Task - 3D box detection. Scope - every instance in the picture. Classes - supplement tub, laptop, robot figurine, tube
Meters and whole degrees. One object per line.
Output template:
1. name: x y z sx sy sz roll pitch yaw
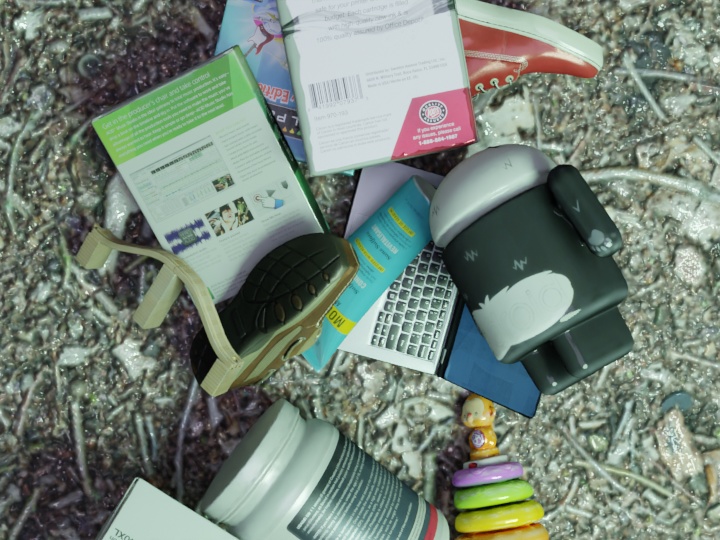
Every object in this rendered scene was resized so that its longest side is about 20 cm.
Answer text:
1. supplement tub: -0.031 0.227 0.881 0.199 0.140 0.141 39 91 -7
2. laptop: 0.078 0.009 0.884 0.197 0.116 0.190 15 93 -6
3. robot figurine: 0.139 -0.005 0.787 0.149 0.125 0.202 -32 77 16
4. tube: 0.000 0.000 0.891 0.200 0.050 0.078 -46 73 19

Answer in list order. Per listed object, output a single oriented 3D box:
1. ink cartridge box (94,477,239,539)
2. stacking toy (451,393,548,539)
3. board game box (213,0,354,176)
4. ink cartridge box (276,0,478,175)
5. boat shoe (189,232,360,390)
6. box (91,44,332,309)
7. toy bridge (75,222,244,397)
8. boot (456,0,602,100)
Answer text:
1. ink cartridge box: -0.182 0.289 0.850 0.144 0.084 0.200 33 133 -6
2. stacking toy: 0.127 0.216 0.919 0.109 0.115 0.203 0 75 -41
3. board game box: -0.055 -0.204 0.890 0.149 0.047 0.203 13 93 -5
4. ink cartridge box: 0.009 -0.193 0.818 0.143 0.083 0.203 -10 95 2
5. boat shoe: -0.071 0.041 0.875 0.199 0.073 0.076 -39 54 28
6. box: -0.128 -0.079 0.867 0.143 0.036 0.202 -23 111 8
7. toy bridge: -0.176 0.021 0.862 0.200 0.027 0.068 42 110 19
8. boot: 0.115 -0.169 0.897 0.197 0.072 0.146 14 94 3
